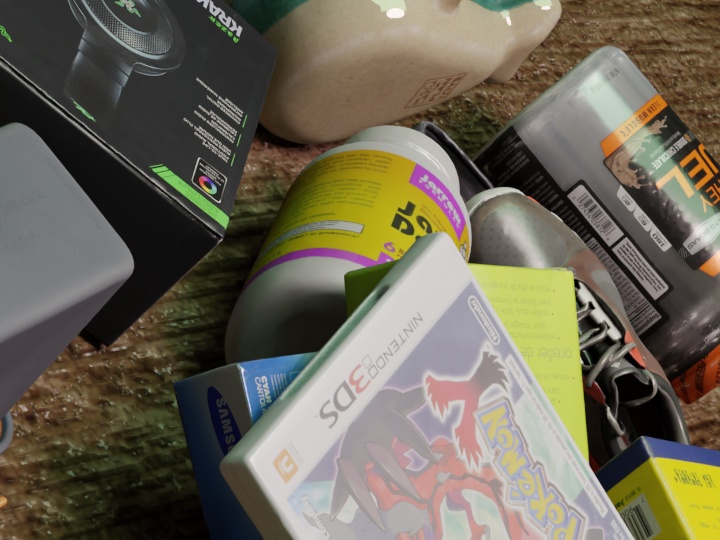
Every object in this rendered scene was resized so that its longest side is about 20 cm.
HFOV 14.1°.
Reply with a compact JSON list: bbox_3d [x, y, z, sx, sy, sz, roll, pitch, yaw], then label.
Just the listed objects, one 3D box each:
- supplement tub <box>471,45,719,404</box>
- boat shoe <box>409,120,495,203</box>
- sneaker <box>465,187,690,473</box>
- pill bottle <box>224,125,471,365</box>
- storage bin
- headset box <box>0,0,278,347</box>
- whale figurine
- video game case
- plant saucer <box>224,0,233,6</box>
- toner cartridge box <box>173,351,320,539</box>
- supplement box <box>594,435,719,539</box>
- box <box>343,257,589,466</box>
[{"bbox_3d":[0.170,-0.025,1.759,0.200,0.122,0.122,50,28,1],"label":"supplement tub"},{"bbox_3d":[0.086,-0.002,1.667,0.200,0.068,0.072,48,28,-2],"label":"boat shoe"},{"bbox_3d":[0.128,0.038,1.604,0.200,0.077,0.082,54,-11,-9],"label":"sneaker"},{"bbox_3d":[0.000,0.000,1.502,0.104,0.104,0.200,42,28,-12],"label":"pill bottle"},{"bbox_3d":[-0.182,0.031,1.170,0.146,0.134,0.200,51,29,4],"label":"storage bin"},{"bbox_3d":[-0.145,-0.085,1.412,0.174,0.093,0.200,40,30,-16],"label":"headset box"},{"bbox_3d":[0.015,-0.143,1.646,0.199,0.159,0.104,-9,63,-35],"label":"whale figurine"},{"bbox_3d":[0.040,0.112,1.308,0.200,0.023,0.182,58,45,-17],"label":"video game case"},{"bbox_3d":[-0.113,-0.210,1.681,0.200,0.032,0.201,34,31,-24],"label":"plant saucer"},{"bbox_3d":[-0.016,0.138,1.295,0.095,0.043,0.201,-6,80,-52],"label":"toner cartridge box"},{"bbox_3d":[0.179,0.202,1.504,0.109,0.109,0.200,14,43,-47],"label":"supplement box"},{"bbox_3d":[0.057,0.098,1.385,0.122,0.048,0.201,3,79,-45],"label":"box"}]
